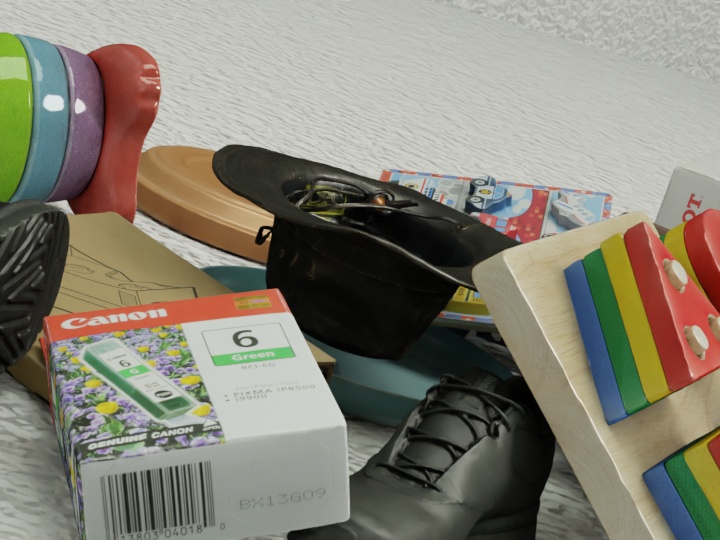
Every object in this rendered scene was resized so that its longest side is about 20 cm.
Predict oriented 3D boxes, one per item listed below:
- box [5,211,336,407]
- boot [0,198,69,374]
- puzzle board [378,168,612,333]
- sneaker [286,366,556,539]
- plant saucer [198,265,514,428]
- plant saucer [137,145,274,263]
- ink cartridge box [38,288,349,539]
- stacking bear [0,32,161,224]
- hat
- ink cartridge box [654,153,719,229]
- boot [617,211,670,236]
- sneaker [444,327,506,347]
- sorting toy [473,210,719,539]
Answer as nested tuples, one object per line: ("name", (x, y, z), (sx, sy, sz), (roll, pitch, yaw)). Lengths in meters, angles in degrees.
("box", (-0.136, 0.018, 1.146), (0.163, 0.021, 0.200), (-5, 26, -41))
("boot", (-0.238, -0.009, 0.994), (0.158, 0.079, 0.211), (24, 20, 18))
("puzzle board", (0.073, -0.015, 1.362), (0.151, 0.017, 0.200), (8, 26, 6))
("sneaker", (0.033, 0.089, 0.996), (0.076, 0.091, 0.200), (25, 15, 19))
("plant saucer", (-0.006, 0.047, 1.265), (0.200, 0.027, 0.200), (19, 13, -5))
("plant saucer", (-0.071, -0.045, 1.549), (0.200, 0.032, 0.200), (19, 13, -5))
("ink cartridge box", (-0.080, 0.048, 0.967), (0.109, 0.050, 0.200), (-7, 26, -12))
("stacking bear", (-0.238, -0.091, 1.332), (0.200, 0.122, 0.114), (4, 20, -28))
("hat", (0.000, 0.000, 1.226), (0.200, 0.081, 0.201), (19, 11, -4))
("ink cartridge box", (0.296, 0.023, 1.548), (0.200, 0.147, 0.145), (23, 13, 15))
("boot", (0.232, 0.009, 1.329), (0.200, 0.064, 0.186), (20, 12, 12))
("sneaker", (0.088, 0.028, 1.407), (0.146, 0.081, 0.200), (-11, 37, -45))
("sorting toy", (0.163, 0.060, 1.059), (0.199, 0.070, 0.200), (62, 26, 6))
